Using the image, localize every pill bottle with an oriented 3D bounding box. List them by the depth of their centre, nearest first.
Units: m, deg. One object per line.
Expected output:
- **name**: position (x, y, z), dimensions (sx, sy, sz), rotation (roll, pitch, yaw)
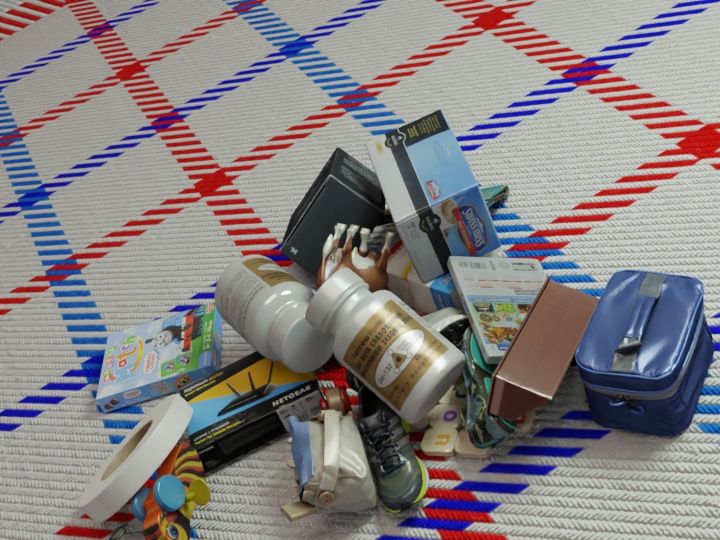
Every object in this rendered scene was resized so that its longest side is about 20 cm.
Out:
- **pill bottle**: position (0.028, 0.092, 1.422), dimensions (0.199, 0.115, 0.114), rotation (40, 66, 16)
- **pill bottle**: position (-0.120, 0.063, 1.576), dimensions (0.114, 0.115, 0.200), rotation (-36, 37, -15)

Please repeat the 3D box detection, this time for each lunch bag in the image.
- **lunch bag**: position (0.348, 0.099, 1.355), dimensions (0.134, 0.133, 0.201), rotation (4, 45, 32)

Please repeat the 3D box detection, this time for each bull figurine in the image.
- **bull figurine**: position (0.000, 0.000, 1.571), dimensions (0.064, 0.199, 0.123), rotation (10, 91, 24)

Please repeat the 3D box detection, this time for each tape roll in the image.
- **tape roll**: position (-0.312, 0.260, 1.527), dimensions (0.203, 0.037, 0.203), rotation (-45, 10, 10)

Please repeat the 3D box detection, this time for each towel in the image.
- **towel**: position (0.130, -0.104, 1.763), dimensions (0.197, 0.022, 0.146), rotation (-8, 10, 24)

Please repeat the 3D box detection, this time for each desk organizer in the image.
- **desk organizer**: position (0.232, 0.105, 1.379), dimensions (0.076, 0.072, 0.200), rotation (21, 45, 18)

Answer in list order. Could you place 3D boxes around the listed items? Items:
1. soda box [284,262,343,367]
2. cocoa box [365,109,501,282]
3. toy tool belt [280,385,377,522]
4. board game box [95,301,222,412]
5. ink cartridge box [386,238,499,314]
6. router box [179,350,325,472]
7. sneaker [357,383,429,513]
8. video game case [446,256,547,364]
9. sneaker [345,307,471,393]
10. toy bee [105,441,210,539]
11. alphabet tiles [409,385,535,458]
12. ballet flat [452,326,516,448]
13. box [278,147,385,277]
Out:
- **soda box**: position (-0.061, 0.062, 1.681), dimensions (0.063, 0.069, 0.200), rotation (-34, 39, -12)
- **cocoa box**: position (0.105, -0.112, 1.612), dimensions (0.130, 0.134, 0.201), rotation (-24, 42, 5)
- **toy tool belt**: position (-0.057, 0.236, 1.428), dimensions (0.121, 0.126, 0.201), rotation (-16, 36, -3)
- **board game box**: position (-0.319, 0.138, 1.759), dimensions (0.197, 0.037, 0.152), rotation (-18, 38, 10)
- **ink cartridge box**: position (0.104, -0.004, 1.666), dimensions (0.199, 0.068, 0.116), rotation (19, 54, 43)
- **router box**: position (-0.157, 0.188, 1.593), dimensions (0.198, 0.051, 0.150), rotation (-26, 35, -2)
- **sneaker**: position (0.031, 0.225, 1.414), dimensions (0.073, 0.081, 0.201), rotation (-31, 38, 9)
- **video game case**: position (0.211, 0.052, 1.511), dimensions (0.141, 0.018, 0.201), rotation (2, 40, -17)
- **sneaker**: position (0.070, 0.114, 1.534), dimensions (0.198, 0.075, 0.079), rotation (-25, 26, -7)
- **toy bee**: position (-0.257, 0.330, 1.452), dimensions (0.130, 0.109, 0.200), rotation (-21, 22, 52)
- **alphabet tiles**: position (0.151, 0.169, 1.479), dimensions (0.193, 0.015, 0.201), rotation (-4, 42, 29)
- **ballet flat**: position (0.151, 0.153, 1.436), dimensions (0.073, 0.075, 0.201), rotation (-18, 33, 9)
- **box**: position (-0.040, -0.087, 1.719), dimensions (0.149, 0.104, 0.200), rotation (-54, 9, 18)
